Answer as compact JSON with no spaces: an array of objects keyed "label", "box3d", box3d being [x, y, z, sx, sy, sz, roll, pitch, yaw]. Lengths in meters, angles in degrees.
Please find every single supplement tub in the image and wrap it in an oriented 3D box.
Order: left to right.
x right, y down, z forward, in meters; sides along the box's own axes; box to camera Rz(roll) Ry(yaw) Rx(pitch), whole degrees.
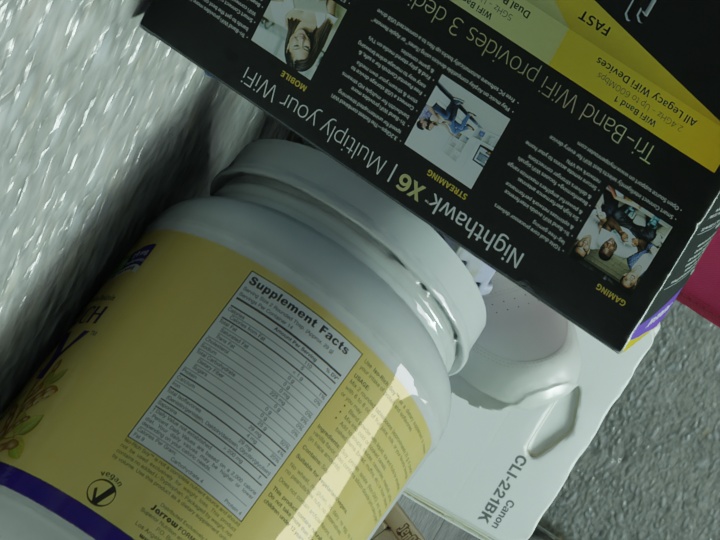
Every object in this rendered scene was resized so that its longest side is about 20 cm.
[{"label":"supplement tub","box3d":[-0.055,0.063,1.004,0.200,0.145,0.146,-54,170,-21]}]

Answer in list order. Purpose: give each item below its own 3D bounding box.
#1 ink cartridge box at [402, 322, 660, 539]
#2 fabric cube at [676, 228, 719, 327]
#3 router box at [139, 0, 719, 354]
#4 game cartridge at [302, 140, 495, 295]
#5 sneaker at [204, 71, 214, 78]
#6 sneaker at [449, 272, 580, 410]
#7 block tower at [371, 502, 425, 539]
[{"label":"ink cartridge box","box3d":[0.077,0.034,1.339,0.145,0.083,0.200,-59,-170,16]},{"label":"fabric cube","box3d":[0.214,-0.090,1.106,0.199,0.196,0.200,-48,155,-18]},{"label":"router box","box3d":[0.048,-0.095,0.830,0.158,0.200,0.052,-60,167,22]},{"label":"game cartridge","box3d":[0.000,0.000,1.152,0.038,0.130,0.200,2,141,-26]},{"label":"sneaker","box3d":[0.035,-0.106,0.900,0.070,0.199,0.078,-21,108,-67]},{"label":"sneaker","box3d":[0.042,-0.024,1.162,0.076,0.201,0.081,-14,142,-20]},{"label":"block tower","box3d":[-0.054,0.179,1.200,0.200,0.058,0.054,-37,174,-2]}]
